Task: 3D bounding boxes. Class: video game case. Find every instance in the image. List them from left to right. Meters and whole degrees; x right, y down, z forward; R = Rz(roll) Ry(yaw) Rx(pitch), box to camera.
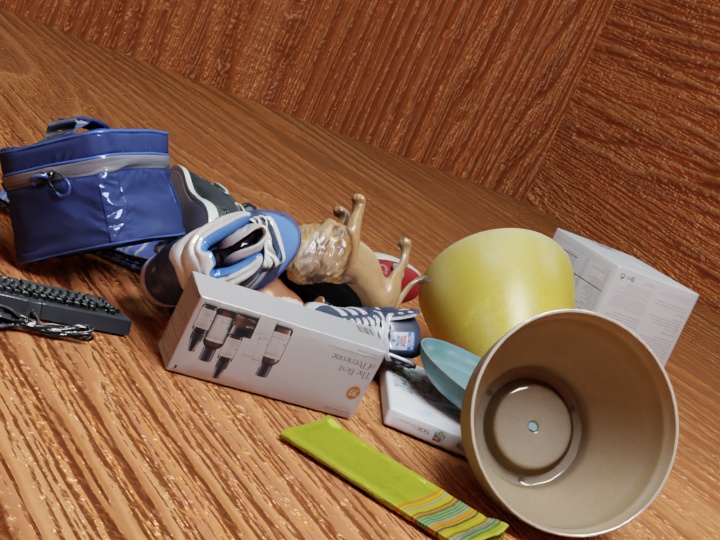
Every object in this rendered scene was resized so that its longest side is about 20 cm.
[{"bbox_3d":[0.107,0.156,1.378,0.180,0.024,0.200,23,11,-5],"label":"video game case"}]

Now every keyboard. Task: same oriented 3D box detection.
[{"bbox_3d":[-0.292,0.028,1.143,0.199,0.021,0.127,14,15,-39],"label":"keyboard"}]

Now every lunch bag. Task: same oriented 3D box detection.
[{"bbox_3d":[-0.273,-0.085,1.299,0.134,0.134,0.200,-10,1,15],"label":"lunch bag"}]

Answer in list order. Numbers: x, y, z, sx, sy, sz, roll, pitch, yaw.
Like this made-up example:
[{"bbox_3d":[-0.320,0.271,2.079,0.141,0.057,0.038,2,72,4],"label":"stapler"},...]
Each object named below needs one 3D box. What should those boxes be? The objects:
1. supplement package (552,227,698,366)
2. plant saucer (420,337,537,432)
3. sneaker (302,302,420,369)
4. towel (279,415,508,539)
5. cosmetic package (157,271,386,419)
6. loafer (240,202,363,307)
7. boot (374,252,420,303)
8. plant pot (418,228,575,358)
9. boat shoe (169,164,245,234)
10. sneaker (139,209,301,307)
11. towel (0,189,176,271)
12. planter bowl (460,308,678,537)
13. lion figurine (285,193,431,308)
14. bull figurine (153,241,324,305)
[{"bbox_3d":[0.312,0.077,1.715,0.151,0.202,0.151,17,12,-31],"label":"supplement package"},{"bbox_3d":[0.144,0.137,1.375,0.199,0.028,0.200,30,9,-5],"label":"plant saucer"},{"bbox_3d":[0.002,0.072,1.358,0.107,0.071,0.200,5,3,15],"label":"sneaker"},{"bbox_3d":[0.029,0.182,1.110,0.199,0.018,0.086,29,11,23],"label":"towel"},{"bbox_3d":[-0.081,0.073,1.207,0.198,0.083,0.051,18,23,-27],"label":"cosmetic package"},{"bbox_3d":[-0.071,-0.007,1.483,0.201,0.071,0.068,45,-34,-15],"label":"loafer"},{"bbox_3d":[0.012,0.029,1.666,0.198,0.073,0.144,8,18,-29],"label":"boot"},{"bbox_3d":[0.178,0.071,1.578,0.198,0.201,0.143,19,38,-25],"label":"plant pot"},{"bbox_3d":[-0.173,-0.062,1.430,0.060,0.076,0.200,10,20,-27],"label":"boat shoe"},{"bbox_3d":[-0.107,-0.020,1.262,0.199,0.081,0.146,-21,2,-38],"label":"sneaker"},{"bbox_3d":[-0.297,-0.073,1.469,0.198,0.024,0.145,24,32,-1],"label":"towel"},{"bbox_3d":[0.177,0.144,1.212,0.198,0.202,0.135,22,-13,-9],"label":"planter bowl"},{"bbox_3d":[0.000,0.000,1.444,0.199,0.123,0.072,37,-39,-26],"label":"lion figurine"},{"bbox_3d":[-0.133,0.024,1.388,0.199,0.066,0.121,16,9,-43],"label":"bull figurine"}]
